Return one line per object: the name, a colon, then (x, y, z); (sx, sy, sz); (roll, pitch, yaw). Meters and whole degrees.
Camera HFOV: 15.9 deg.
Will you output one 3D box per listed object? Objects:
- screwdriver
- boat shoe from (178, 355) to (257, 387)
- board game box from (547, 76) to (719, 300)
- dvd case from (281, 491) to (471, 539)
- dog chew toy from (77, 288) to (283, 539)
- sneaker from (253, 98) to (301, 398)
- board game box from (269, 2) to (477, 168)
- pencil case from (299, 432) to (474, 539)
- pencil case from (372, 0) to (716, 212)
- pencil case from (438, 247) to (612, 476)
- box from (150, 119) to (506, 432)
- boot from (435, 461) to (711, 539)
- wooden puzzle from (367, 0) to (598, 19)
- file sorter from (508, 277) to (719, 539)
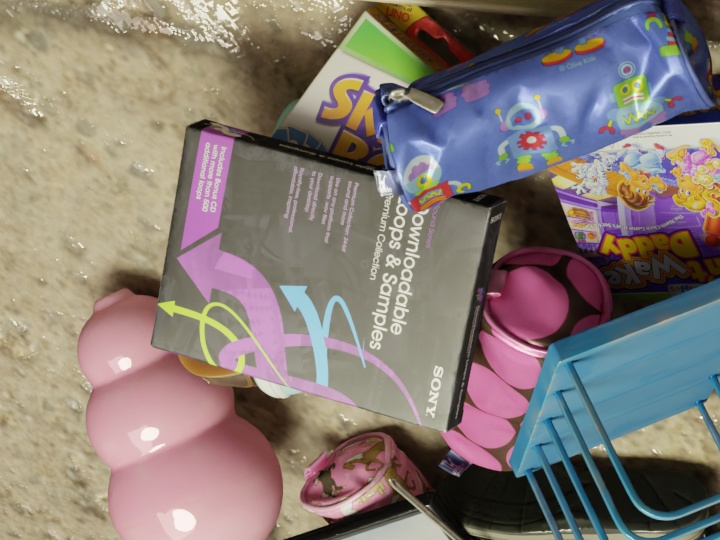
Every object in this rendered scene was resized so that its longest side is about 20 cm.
screwdriver: (0.075, 0.186, 1.724); (0.028, 0.029, 0.200); (-37, 124, 12)
boat shoe: (-0.022, 0.041, 1.722); (0.199, 0.071, 0.070); (-4, 166, 22)
board game box: (0.217, -0.048, 1.515); (0.199, 0.045, 0.135); (-2, 131, 30)
dvd case: (0.043, 0.246, 1.802); (0.142, 0.018, 0.200); (-21, 119, 29)
dog chew toy: (-0.134, 0.109, 1.794); (0.124, 0.124, 0.201); (-23, 90, 41)
sneaker: (0.000, 0.000, 1.623); (0.130, 0.080, 0.201); (13, 116, 13)
board game box: (-0.005, -0.066, 1.557); (0.095, 0.030, 0.200); (40, 108, 6)
pencil case: (0.041, 0.204, 1.835); (0.086, 0.083, 0.200); (-27, 117, 20)
pencil case: (0.099, -0.099, 1.449); (0.199, 0.078, 0.087); (-20, 143, 9)
pencil case: (0.096, 0.057, 1.620); (0.093, 0.091, 0.200); (28, 152, 5)
box: (-0.022, 0.003, 1.544); (0.199, 0.036, 0.144); (15, 106, 16)
boot: (0.159, 0.204, 1.779); (0.202, 0.074, 0.154); (1, 135, 29)
wooden puzzle: (0.045, -0.224, 1.433); (0.184, 0.046, 0.201); (8, 134, 22)
file sorter: (0.186, 0.109, 1.546); (0.200, 0.138, 0.123); (100, 148, -66)
